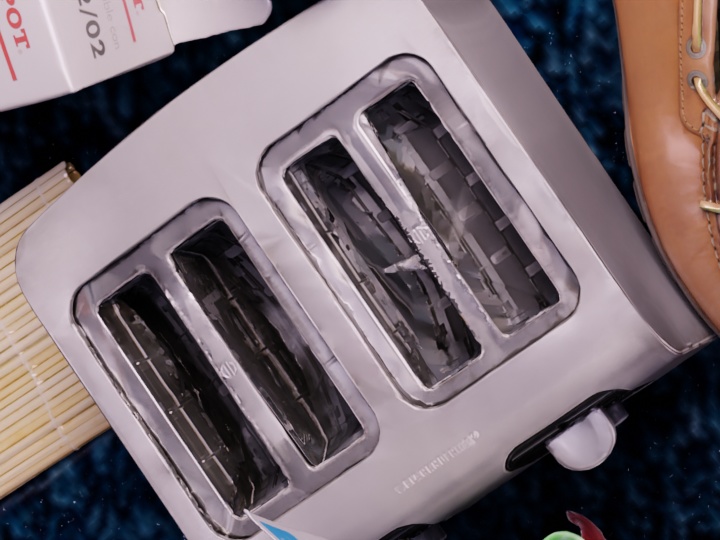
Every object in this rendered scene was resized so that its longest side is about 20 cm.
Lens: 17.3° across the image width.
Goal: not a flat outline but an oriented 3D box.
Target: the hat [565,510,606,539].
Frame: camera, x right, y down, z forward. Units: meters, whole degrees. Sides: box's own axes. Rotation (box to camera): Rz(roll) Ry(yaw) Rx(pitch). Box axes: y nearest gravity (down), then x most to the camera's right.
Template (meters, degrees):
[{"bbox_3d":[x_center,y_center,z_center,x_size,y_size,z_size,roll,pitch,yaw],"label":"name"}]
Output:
[{"bbox_3d":[0.127,0.236,0.874,0.165,0.176,0.200,14,138,12],"label":"hat"}]

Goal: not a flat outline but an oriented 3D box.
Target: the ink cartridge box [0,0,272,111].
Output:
[{"bbox_3d":[-0.140,-0.111,0.808,0.199,0.068,0.116,-10,102,31],"label":"ink cartridge box"}]

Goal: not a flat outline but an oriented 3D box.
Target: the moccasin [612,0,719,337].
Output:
[{"bbox_3d":[0.134,-0.064,0.798,0.078,0.074,0.202,-1,102,43],"label":"moccasin"}]

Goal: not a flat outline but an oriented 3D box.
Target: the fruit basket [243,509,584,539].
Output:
[{"bbox_3d":[0.071,0.140,0.714,0.094,0.200,0.185,-48,60,0],"label":"fruit basket"}]

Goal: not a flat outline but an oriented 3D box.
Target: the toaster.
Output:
[{"bbox_3d":[0.000,0.000,0.825,0.181,0.119,0.200,-34,88,14],"label":"toaster"}]

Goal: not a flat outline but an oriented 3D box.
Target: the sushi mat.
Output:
[{"bbox_3d":[-0.166,0.049,0.924,0.200,0.012,0.096,-33,87,15],"label":"sushi mat"}]
